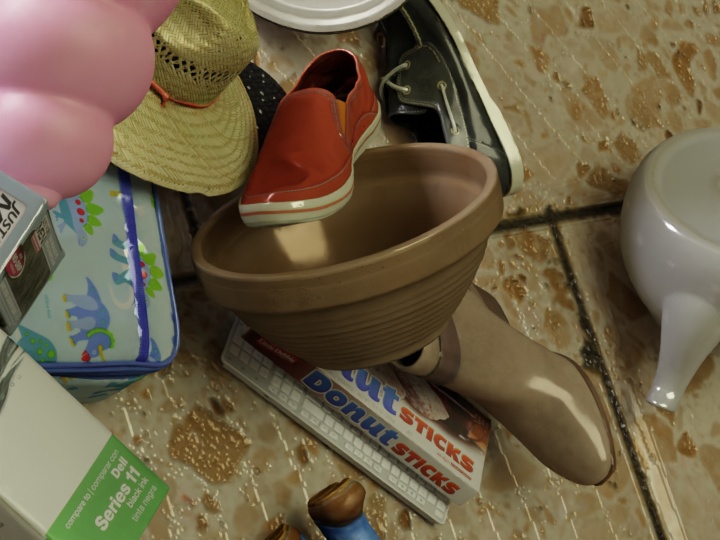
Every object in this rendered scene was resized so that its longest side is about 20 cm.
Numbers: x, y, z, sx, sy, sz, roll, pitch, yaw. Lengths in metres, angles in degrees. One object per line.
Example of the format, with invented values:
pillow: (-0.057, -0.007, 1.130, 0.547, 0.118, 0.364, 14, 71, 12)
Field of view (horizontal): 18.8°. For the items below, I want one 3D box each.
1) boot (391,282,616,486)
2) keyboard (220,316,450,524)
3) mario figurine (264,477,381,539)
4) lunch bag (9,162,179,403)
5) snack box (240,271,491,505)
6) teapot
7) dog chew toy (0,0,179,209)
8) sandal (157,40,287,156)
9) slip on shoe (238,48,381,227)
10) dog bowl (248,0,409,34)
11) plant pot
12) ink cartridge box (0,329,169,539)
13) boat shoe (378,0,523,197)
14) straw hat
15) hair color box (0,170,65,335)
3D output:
boot: (0.076, 0.065, 1.479, 0.146, 0.070, 0.200, 12, 32, -53)
keyboard: (-0.011, 0.096, 1.463, 0.200, 0.011, 0.057, 38, 51, -20)
mario figurine: (0.029, 0.228, 1.364, 0.200, 0.123, 0.106, 49, 29, -5)
lunch bag: (-0.193, -0.024, 1.322, 0.160, 0.082, 0.202, 7, 67, -40)
snack box: (0.006, 0.074, 1.468, 0.200, 0.024, 0.072, 39, 38, -19)
teapot: (0.284, -0.006, 1.668, 0.198, 0.147, 0.198, -7, 43, -17)
dog chew toy: (-0.166, -0.134, 1.232, 0.124, 0.124, 0.202, 18, 75, -32)
sandal: (-0.128, -0.119, 1.449, 0.199, 0.045, 0.076, 23, 52, -16)
slip on shoe: (-0.034, -0.083, 1.393, 0.200, 0.073, 0.062, -62, 143, -57)
dog bowl: (-0.024, -0.269, 1.503, 0.201, 0.200, 0.074, 52, 30, -8)
plant pot: (0.000, 0.000, 1.377, 0.201, 0.200, 0.093, -37, 119, -43)
ink cartridge box: (-0.227, 0.100, 1.191, 0.200, 0.146, 0.083, 45, 49, -15)
boat shoe: (0.046, -0.136, 1.579, 0.067, 0.072, 0.201, -23, 80, -18)
straw hat: (-0.111, -0.148, 1.351, 0.200, 0.085, 0.202, 33, 38, -31)
hair color box: (-0.265, -0.050, 1.201, 0.199, 0.099, 0.061, 30, 75, 7)
